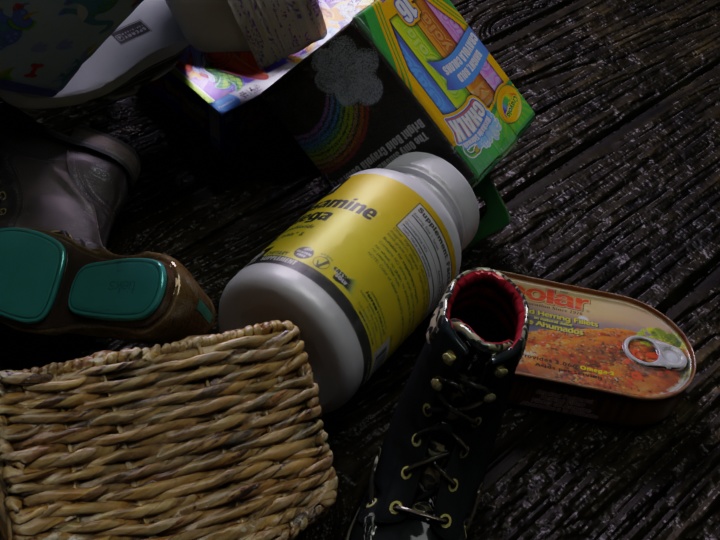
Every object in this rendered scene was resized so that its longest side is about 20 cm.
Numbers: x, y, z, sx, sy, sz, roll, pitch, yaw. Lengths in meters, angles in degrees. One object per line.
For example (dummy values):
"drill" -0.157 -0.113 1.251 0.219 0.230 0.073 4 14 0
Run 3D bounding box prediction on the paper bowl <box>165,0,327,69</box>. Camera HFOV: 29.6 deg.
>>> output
"paper bowl" -0.109 -0.247 1.027 0.104 0.201 0.201 -26 48 -1

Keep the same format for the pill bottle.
"pill bottle" 0.000 0.000 0.956 0.112 0.113 0.200 30 46 17

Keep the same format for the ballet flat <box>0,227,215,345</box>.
"ballet flat" -0.168 0.015 0.857 0.199 0.072 0.068 4 71 36

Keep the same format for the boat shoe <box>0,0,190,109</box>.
"boat shoe" -0.203 -0.158 1.059 0.071 0.064 0.199 49 46 12

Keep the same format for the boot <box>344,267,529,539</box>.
"boot" 0.045 0.109 0.820 0.073 0.155 0.204 18 39 3

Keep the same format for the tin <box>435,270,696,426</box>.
"tin" 0.149 0.057 1.011 0.198 0.042 0.113 12 43 -4

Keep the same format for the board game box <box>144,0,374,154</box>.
"board game box" -0.083 -0.194 1.188 0.199 0.045 0.134 -33 57 -28

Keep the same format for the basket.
"basket" -0.129 0.126 0.815 0.198 0.149 0.144 -10 78 -29

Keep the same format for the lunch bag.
"lunch bag" -0.240 -0.217 0.884 0.199 0.170 0.128 2 52 -56

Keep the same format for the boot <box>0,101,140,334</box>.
"boot" -0.254 -0.035 0.963 0.198 0.070 0.175 9 47 1

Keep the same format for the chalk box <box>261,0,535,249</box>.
"chalk box" 0.046 -0.112 1.079 0.201 0.124 0.124 52 42 -8
